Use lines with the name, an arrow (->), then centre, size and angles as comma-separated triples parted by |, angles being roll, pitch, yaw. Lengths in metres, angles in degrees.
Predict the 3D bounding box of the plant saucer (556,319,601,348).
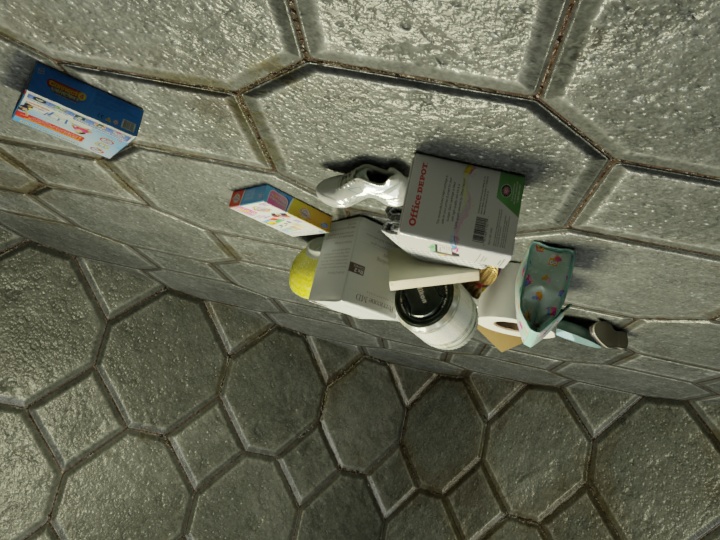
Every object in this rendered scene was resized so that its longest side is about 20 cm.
plant saucer -> 0.639, 0.184, 2.132 | 0.198, 0.039, 0.201 | 22, 175, 2

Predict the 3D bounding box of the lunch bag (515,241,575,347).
lunch bag -> 0.398, 0.061, 1.543 | 0.119, 0.204, 0.171 | 11, 166, 9

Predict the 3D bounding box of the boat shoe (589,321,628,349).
boat shoe -> 0.721, 0.196, 2.075 | 0.198, 0.074, 0.062 | 19, 163, -41

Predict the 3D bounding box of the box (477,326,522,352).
box -> 0.421, 0.166, 2.123 | 0.163, 0.021, 0.200 | 44, 154, 0

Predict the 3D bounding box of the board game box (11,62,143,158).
board game box -> -0.534, -0.293, 1.318 | 0.197, 0.057, 0.194 | 21, 165, -31

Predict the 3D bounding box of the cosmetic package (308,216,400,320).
cosmetic package -> 0.000, 0.000, 1.677 | 0.163, 0.204, 0.164 | 20, 167, -30

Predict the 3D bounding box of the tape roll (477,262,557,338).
tape roll -> 0.395, 0.076, 1.746 | 0.198, 0.142, 0.203 | 12, 167, 3

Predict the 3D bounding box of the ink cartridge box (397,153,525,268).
ink cartridge box -> 0.171, -0.102, 1.213 | 0.196, 0.148, 0.084 | 12, 167, 3

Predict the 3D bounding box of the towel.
towel -> 0.164, -0.079, 1.462 | 0.197, 0.087, 0.165 | 8, 164, 30

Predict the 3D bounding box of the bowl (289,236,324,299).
bowl -> -0.096, -0.022, 1.843 | 0.196, 0.201, 0.110 | 8, 124, 19

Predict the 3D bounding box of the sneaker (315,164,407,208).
sneaker -> 0.000, -0.166, 1.316 | 0.196, 0.072, 0.080 | 0, 153, 25

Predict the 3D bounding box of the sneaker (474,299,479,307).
sneaker -> 0.303, 0.072, 1.989 | 0.197, 0.072, 0.099 | 11, 170, 35

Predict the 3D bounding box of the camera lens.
camera lens -> 0.179, 0.087, 1.633 | 0.157, 0.163, 0.200 | 5, 162, 30

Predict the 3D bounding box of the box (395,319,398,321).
box -> 0.096, 0.086, 2.158 | 0.180, 0.107, 0.200 | 10, 167, 16

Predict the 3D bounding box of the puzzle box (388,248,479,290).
puzzle box -> 0.159, -0.012, 1.554 | 0.195, 0.134, 0.026 | -6, 122, 6

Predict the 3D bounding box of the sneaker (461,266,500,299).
sneaker -> 0.290, -0.009, 1.639 | 0.074, 0.091, 0.200 | 33, 159, 4

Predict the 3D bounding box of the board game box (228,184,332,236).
board game box -> -0.188, -0.137, 1.655 | 0.198, 0.041, 0.151 | 24, 163, -39
